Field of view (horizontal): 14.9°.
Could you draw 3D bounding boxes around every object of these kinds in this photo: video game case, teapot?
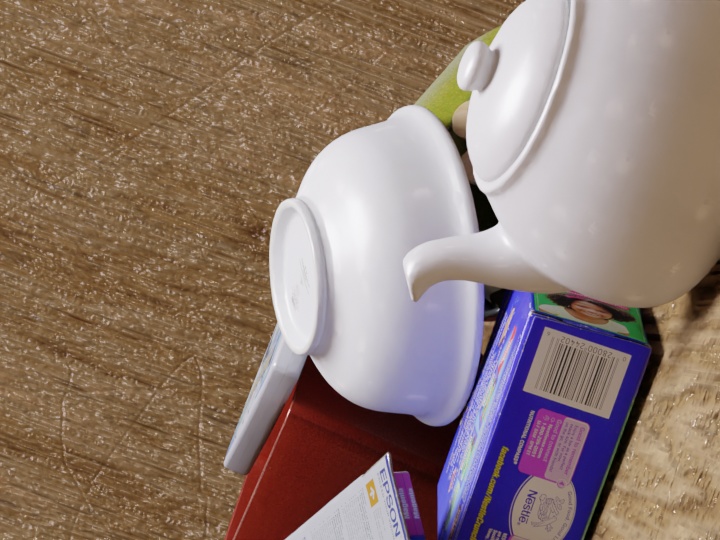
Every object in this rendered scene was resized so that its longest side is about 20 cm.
[{"bbox_3d":[-0.040,0.027,1.887,0.200,0.022,0.183,117,174,-64],"label":"video game case"},{"bbox_3d":[0.121,-0.088,1.419,0.197,0.145,0.201,137,150,-60],"label":"teapot"}]

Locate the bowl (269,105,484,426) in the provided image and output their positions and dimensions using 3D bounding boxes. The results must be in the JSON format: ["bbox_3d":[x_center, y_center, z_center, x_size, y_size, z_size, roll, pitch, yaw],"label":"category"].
[{"bbox_3d":[0.000,0.000,1.700,0.201,0.090,0.203,176,90,-71],"label":"bowl"}]

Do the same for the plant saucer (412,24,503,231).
[{"bbox_3d":[0.057,-0.057,1.851,0.200,0.048,0.201,-49,-26,-52],"label":"plant saucer"}]

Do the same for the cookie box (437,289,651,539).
[{"bbox_3d":[0.103,0.087,1.602,0.200,0.075,0.172,-82,10,-77],"label":"cookie box"}]

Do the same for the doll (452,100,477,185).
[{"bbox_3d":[0.113,-0.026,1.774,0.200,0.048,0.137,62,-164,-45],"label":"doll"}]

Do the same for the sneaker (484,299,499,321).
[{"bbox_3d":[0.107,-0.040,1.989,0.082,0.070,0.201,-29,-43,-23],"label":"sneaker"}]

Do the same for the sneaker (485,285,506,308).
[{"bbox_3d":[0.140,-0.055,1.870,0.076,0.087,0.201,-71,2,-77],"label":"sneaker"}]

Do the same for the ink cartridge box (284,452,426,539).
[{"bbox_3d":[0.021,0.222,1.567,0.200,0.043,0.198,136,124,-60],"label":"ink cartridge box"}]

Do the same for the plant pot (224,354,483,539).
[{"bbox_3d":[0.017,0.145,1.929,0.200,0.175,0.201,-73,5,-56],"label":"plant pot"}]
